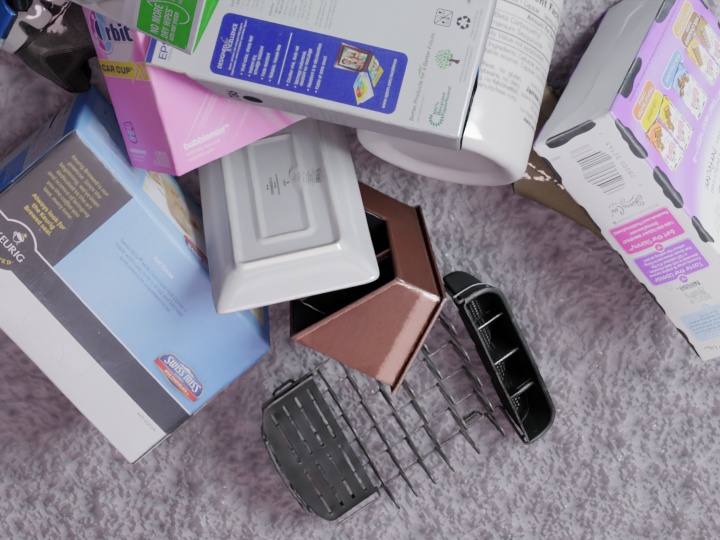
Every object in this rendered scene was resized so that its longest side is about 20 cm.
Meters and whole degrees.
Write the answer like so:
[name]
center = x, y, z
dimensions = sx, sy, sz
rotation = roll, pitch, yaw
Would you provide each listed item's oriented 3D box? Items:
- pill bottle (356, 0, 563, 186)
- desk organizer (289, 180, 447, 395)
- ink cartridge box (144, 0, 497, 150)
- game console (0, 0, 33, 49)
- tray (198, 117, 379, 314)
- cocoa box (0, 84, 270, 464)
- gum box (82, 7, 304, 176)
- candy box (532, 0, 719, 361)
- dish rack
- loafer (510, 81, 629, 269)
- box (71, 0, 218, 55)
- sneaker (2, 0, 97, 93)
[pill bottle]
center = 0.073, -0.166, 1.077
dimensions = 0.113, 0.114, 0.202
rotation = 15, 80, -10
[desk organizer]
center = 0.000, 0.000, 1.112
dimensions = 0.076, 0.200, 0.072
rotation = 25, 106, -11
[ink cartridge box]
center = -0.023, -0.144, 1.003
dimensions = 0.198, 0.039, 0.101
rotation = 15, 82, 6
[game console]
center = -0.206, -0.198, 1.041
dimensions = 0.169, 0.201, 0.119
rotation = -14, 138, -16
[tray]
center = -0.053, -0.049, 1.091
dimensions = 0.106, 0.201, 0.022
rotation = -11, 127, -1
[cocoa box]
center = -0.170, -0.001, 1.130
dimensions = 0.131, 0.134, 0.200
rotation = -38, 108, 9
[gum box]
center = -0.069, -0.154, 1.081
dimensions = 0.199, 0.066, 0.115
rotation = -28, 113, -30
[candy box]
center = 0.225, -0.070, 1.122
dimensions = 0.071, 0.168, 0.200
rotation = -23, 115, 43
[dish rack]
center = 0.031, 0.102, 1.195
dimensions = 0.199, 0.055, 0.154
rotation = -33, 127, -6
[loafer]
center = 0.140, -0.071, 1.170
dimensions = 0.068, 0.076, 0.200
rotation = -39, 98, 10
[box]
center = -0.130, -0.254, 0.930
dimensions = 0.175, 0.097, 0.202
rotation = 25, 65, -3
[sneaker]
center = -0.153, -0.196, 1.105
dimensions = 0.200, 0.067, 0.090
rotation = -42, 111, 13
